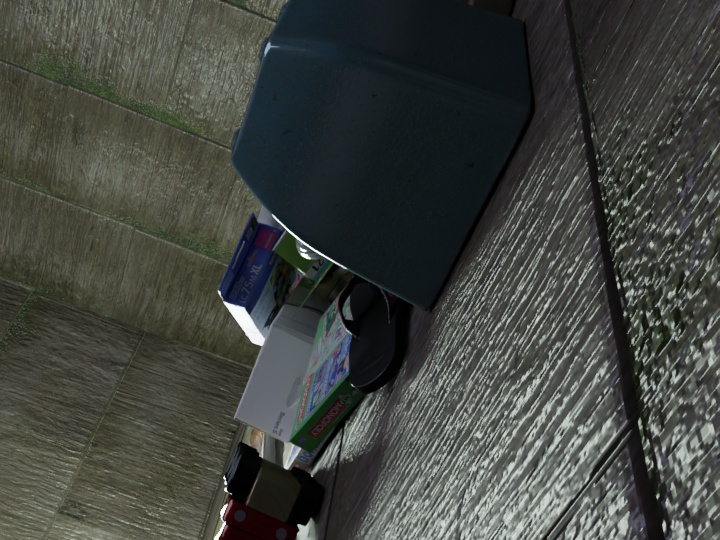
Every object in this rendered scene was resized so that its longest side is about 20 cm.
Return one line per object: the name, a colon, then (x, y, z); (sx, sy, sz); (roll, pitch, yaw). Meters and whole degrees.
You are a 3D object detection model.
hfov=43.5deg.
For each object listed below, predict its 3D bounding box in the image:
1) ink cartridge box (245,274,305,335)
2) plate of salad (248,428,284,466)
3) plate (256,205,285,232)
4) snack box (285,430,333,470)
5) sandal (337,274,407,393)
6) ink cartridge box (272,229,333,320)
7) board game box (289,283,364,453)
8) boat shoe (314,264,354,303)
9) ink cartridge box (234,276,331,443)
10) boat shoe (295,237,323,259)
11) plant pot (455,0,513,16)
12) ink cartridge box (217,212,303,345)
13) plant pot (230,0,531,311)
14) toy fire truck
ink cartridge box: (-0.092, 0.034, 1.426); (0.129, 0.124, 0.201); (119, 169, -54)
plate of salad: (-0.137, 0.257, 1.283); (0.200, 0.047, 0.202); (0, -90, -90)
plate: (-0.038, -0.105, 1.261); (0.032, 0.198, 0.201); (54, 133, 39)
snack box: (-0.047, 0.176, 1.056); (0.200, 0.024, 0.072); (119, 172, -54)
sandal: (0.009, 0.033, 0.841); (0.075, 0.045, 0.201); (-40, 22, 21)
ink cartridge box: (-0.047, -0.054, 1.113); (0.148, 0.075, 0.200); (-52, 5, 30)
board game box: (-0.014, 0.077, 0.951); (0.135, 0.029, 0.201); (-52, 16, 33)
boat shoe: (-0.001, 0.002, 1.124); (0.073, 0.063, 0.201); (-57, 6, -28)
ink cartridge box: (-0.084, 0.113, 1.200); (0.200, 0.083, 0.147); (-63, -4, -72)
boat shoe: (-0.026, -0.109, 1.009); (0.074, 0.065, 0.203); (12, 69, 42)
plant pot: (0.045, -0.252, 0.935); (0.200, 0.172, 0.202); (-161, 90, -84)
ink cartridge box: (-0.132, 0.018, 1.226); (0.200, 0.042, 0.120); (69, -139, -64)
plant pot: (0.007, -0.126, 0.749); (0.197, 0.198, 0.197); (-78, 11, -55)
toy fire truck: (-0.145, 0.297, 0.986); (0.176, 0.128, 0.202); (148, 147, -78)
